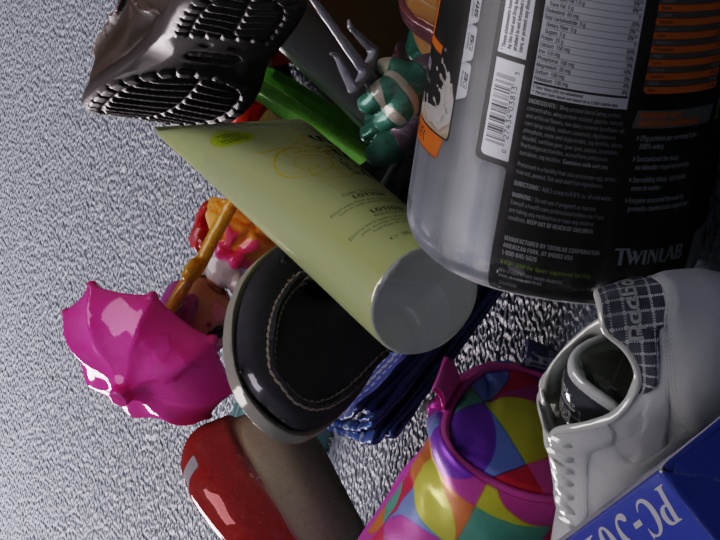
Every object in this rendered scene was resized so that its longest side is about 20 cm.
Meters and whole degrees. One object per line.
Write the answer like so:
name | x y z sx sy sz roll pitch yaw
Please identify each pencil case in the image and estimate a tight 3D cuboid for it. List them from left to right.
pencil case | 0.044 0.119 1.367 0.200 0.088 0.088 114 151 -48

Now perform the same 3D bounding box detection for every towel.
towel | 0.016 0.014 1.430 0.145 0.024 0.200 -53 16 -9

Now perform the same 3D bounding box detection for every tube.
tube | -0.018 -0.028 1.308 0.052 0.058 0.200 -47 36 0

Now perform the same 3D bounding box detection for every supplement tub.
supplement tub | 0.090 -0.097 1.186 0.123 0.122 0.200 -129 44 -62

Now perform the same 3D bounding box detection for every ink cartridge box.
ink cartridge box | 0.117 0.130 1.148 0.094 0.044 0.200 52 152 5

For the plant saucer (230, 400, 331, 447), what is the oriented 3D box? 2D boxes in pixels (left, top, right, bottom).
plant saucer | -0.042 0.072 1.685 0.070 0.019 0.200 48 138 28

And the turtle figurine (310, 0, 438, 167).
turtle figurine | 0.025 -0.112 1.282 0.150 0.101 0.200 -100 0 -45

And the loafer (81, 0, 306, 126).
loafer | -0.071 -0.119 1.352 0.200 0.073 0.071 146 129 -61

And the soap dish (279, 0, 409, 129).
soap dish | -0.029 -0.155 1.462 0.081 0.200 0.157 -45 24 1

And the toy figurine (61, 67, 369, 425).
toy figurine | -0.073 -0.010 1.515 0.184 0.150 0.200 -57 -7 5

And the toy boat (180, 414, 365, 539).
toy boat | -0.058 0.170 1.519 0.131 0.131 0.200 -122 16 -55

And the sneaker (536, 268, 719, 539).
sneaker | 0.103 0.065 1.205 0.200 0.080 0.076 110 152 -47

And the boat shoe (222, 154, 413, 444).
boat shoe | 0.000 0.000 1.339 0.063 0.073 0.200 -37 12 38

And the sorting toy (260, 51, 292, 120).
sorting toy | -0.057 -0.130 1.677 0.200 0.036 0.185 -105 0 -47
